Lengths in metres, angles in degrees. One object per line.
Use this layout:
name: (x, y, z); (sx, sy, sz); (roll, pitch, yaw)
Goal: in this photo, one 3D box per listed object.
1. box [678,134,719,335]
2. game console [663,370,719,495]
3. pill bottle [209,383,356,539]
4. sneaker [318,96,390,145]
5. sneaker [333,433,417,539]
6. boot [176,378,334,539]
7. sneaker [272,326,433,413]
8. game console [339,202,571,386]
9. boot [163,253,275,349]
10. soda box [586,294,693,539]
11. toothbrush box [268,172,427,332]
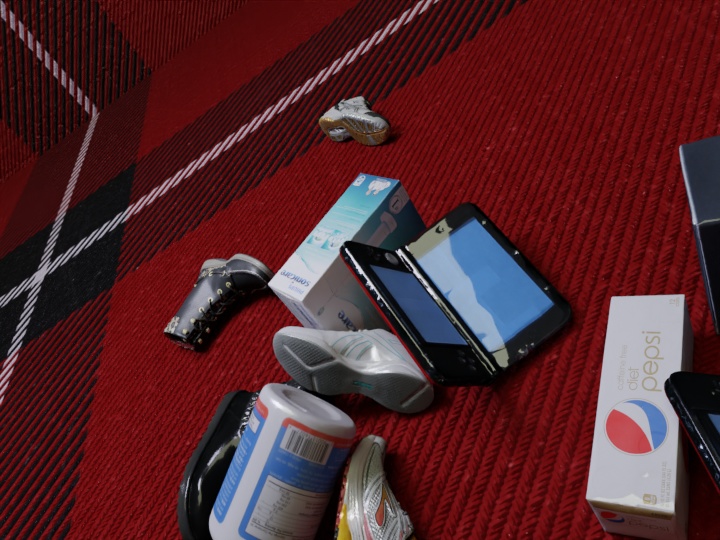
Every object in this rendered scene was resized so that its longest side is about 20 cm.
box: (0.391, -0.044, 0.510); (0.196, 0.149, 0.109); (-12, 43, 29)
game console: (0.337, 0.123, 0.399); (0.167, 0.121, 0.203); (8, 39, -11)
pill bottle: (-0.088, 0.232, 0.621); (0.111, 0.111, 0.204); (22, 88, 49)
sneaker: (-0.001, -0.299, 1.163); (0.088, 0.076, 0.198); (-49, 39, -15)
sneaker: (0.014, 0.252, 0.593); (0.080, 0.079, 0.202); (8, 37, -1)
boot: (-0.120, 0.219, 0.721); (0.154, 0.080, 0.215); (-14, 43, 29)
sneaker: (-0.007, 0.104, 0.714); (0.195, 0.072, 0.081); (16, 35, 5)
game console: (0.102, 0.011, 0.665); (0.120, 0.170, 0.201); (-52, 55, 21)
boot: (-0.231, 0.056, 0.991); (0.200, 0.074, 0.156); (-2, 51, 47)
soda box: (0.248, 0.121, 0.529); (0.067, 0.064, 0.203); (-5, 49, 36)
toothbrush box: (0.000, 0.000, 0.793); (0.084, 0.147, 0.201); (18, 64, 48)
